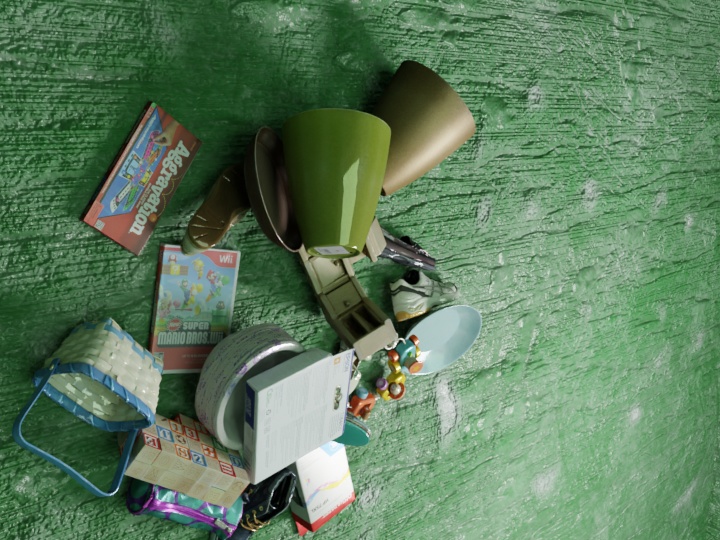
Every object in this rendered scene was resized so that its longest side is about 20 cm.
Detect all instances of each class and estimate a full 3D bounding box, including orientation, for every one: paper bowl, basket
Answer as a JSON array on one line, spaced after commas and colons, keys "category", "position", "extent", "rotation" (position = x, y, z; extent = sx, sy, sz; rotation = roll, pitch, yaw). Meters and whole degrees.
[{"category": "paper bowl", "position": [-0.184, 0.180, 1.229], "extent": [0.199, 0.104, 0.204], "rotation": [-33, 140, -32]}, {"category": "basket", "position": [-0.371, 0.188, 1.048], "extent": [0.177, 0.136, 0.203], "rotation": [52, 35, -35]}]

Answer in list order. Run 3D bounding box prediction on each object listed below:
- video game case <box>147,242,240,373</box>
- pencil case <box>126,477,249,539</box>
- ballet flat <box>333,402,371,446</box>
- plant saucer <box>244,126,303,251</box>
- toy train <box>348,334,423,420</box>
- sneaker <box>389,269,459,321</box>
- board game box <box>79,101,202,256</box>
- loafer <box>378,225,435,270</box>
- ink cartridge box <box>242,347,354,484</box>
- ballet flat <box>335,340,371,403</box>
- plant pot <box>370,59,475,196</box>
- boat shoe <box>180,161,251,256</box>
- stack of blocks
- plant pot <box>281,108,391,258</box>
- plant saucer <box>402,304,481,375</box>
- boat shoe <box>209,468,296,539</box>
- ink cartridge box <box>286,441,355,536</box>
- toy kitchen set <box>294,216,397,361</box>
[{"category": "video game case", "position": [-0.268, 0.064, 1.210], "extent": [0.141, 0.017, 0.206], "rotation": [4, 96, -42]}, {"category": "pencil case", "position": [-0.280, 0.372, 1.214], "extent": [0.198, 0.092, 0.086], "rotation": [33, 95, -39]}, {"category": "ballet flat", "position": [-0.071, 0.262, 1.357], "extent": [0.195, 0.074, 0.076], "rotation": [18, 87, -16]}, {"category": "plant saucer", "position": [-0.140, -0.127, 1.206], "extent": [0.200, 0.034, 0.206], "rotation": [-13, 91, -77]}, {"category": "toy train", "position": [0.053, 0.217, 1.464], "extent": [0.149, 0.055, 0.203], "rotation": [3, 122, -54]}, {"category": "sneaker", "position": [0.134, 0.036, 1.529], "extent": [0.198, 0.075, 0.090], "rotation": [-15, 86, -51]}, {"category": "board game box", "position": [-0.323, -0.136, 1.118], "extent": [0.102, 0.019, 0.204], "rotation": [37, 74, -41]}, {"category": "loafer", "position": [0.081, -0.047, 1.469], "extent": [0.197, 0.071, 0.065], "rotation": [16, 85, -40]}, {"category": "ink cartridge box", "position": [-0.104, 0.229, 1.236], "extent": [0.197, 0.040, 0.204], "rotation": [-20, 130, -38]}, {"category": "ballet flat", "position": [-0.016, 0.173, 1.426], "extent": [0.072, 0.071, 0.204], "rotation": [40, 72, -39]}, {"category": "plant pot", "position": [0.078, -0.241, 1.371], "extent": [0.201, 0.186, 0.187], "rotation": [-48, 127, -5]}, {"category": "boat shoe", "position": [-0.219, -0.102, 1.187], "extent": [0.074, 0.062, 0.201], "rotation": [47, 48, -12]}, {"category": "stack of blocks", "position": [-0.278, 0.286, 1.173], "extent": [0.198, 0.115, 0.059], "rotation": [33, 101, -37]}, {"category": "plant pot", "position": [-0.042, -0.129, 1.220], "extent": [0.184, 0.185, 0.206], "rotation": [12, 75, -42]}, {"category": "plant saucer", "position": [0.158, 0.134, 1.556], "extent": [0.196, 0.039, 0.204], "rotation": [-18, 137, -17]}, {"category": "boat shoe", "position": [-0.189, 0.425, 1.307], "extent": [0.071, 0.090, 0.204], "rotation": [37, 75, -39]}, {"category": "ink cartridge box", "position": [-0.079, 0.402, 1.417], "extent": [0.115, 0.066, 0.205], "rotation": [-27, 116, -36]}, {"category": "toy kitchen set", "position": [0.000, 0.000, 1.299], "extent": [0.161, 0.180, 0.203], "rotation": [-29, 118, -11]}]
